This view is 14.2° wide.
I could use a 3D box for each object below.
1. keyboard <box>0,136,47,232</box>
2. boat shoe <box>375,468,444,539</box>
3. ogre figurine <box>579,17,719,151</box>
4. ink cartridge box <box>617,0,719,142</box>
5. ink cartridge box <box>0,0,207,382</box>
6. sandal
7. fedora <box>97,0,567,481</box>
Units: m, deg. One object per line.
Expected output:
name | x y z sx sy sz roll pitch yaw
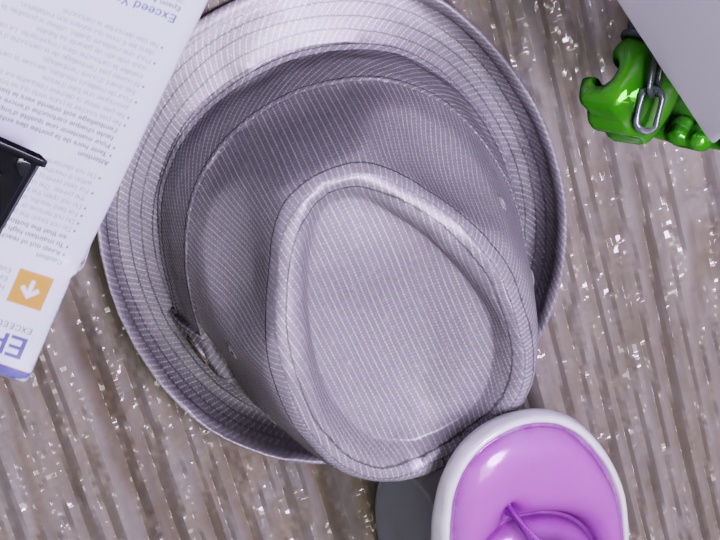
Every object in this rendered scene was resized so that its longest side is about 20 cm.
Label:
keyboard | -0.198 -0.067 0.962 0.200 0.021 0.127 23 115 -24
boat shoe | 0.063 0.148 1.175 0.066 0.070 0.201 -30 119 -21
ogre figurine | 0.160 -0.105 1.050 0.199 0.098 0.120 3 106 -27
ink cartridge box | 0.130 -0.166 0.944 0.145 0.083 0.200 -33 89 -22
ink cartridge box | -0.167 -0.079 0.998 0.199 0.041 0.200 20 110 -23
sandal | 0.081 0.137 1.107 0.082 0.050 0.203 -29 129 -20
fedora | 0.000 0.000 1.061 0.176 0.090 0.200 -21 120 -6
